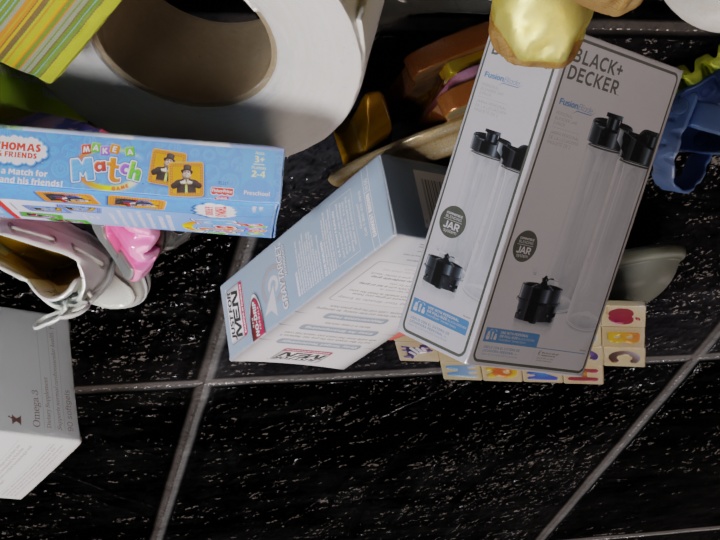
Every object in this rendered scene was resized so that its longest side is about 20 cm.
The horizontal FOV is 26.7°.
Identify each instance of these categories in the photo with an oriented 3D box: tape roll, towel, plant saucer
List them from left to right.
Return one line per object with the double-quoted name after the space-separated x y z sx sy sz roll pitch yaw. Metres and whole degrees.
-0.215 -0.163 0.742 0.200 0.018 0.086 25 129 -31 "towel"
-0.088 -0.149 0.828 0.202 0.071 0.202 9 143 7 "tape roll"
0.174 0.029 1.248 0.200 0.050 0.200 -13 171 -2 "plant saucer"

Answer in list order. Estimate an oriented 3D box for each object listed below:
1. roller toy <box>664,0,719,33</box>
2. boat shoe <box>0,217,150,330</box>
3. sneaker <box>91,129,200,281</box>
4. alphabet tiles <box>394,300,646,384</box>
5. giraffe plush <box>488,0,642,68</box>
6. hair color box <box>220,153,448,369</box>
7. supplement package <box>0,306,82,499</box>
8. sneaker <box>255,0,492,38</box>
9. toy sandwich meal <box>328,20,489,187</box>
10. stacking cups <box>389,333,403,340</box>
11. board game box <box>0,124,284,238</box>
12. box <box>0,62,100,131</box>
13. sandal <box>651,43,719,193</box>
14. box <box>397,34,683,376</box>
0.228 -0.209 0.783 0.140 0.200 0.182 -1 155 -16 "roller toy"
-0.216 0.003 1.094 0.075 0.086 0.202 -21 149 16 "boat shoe"
-0.125 -0.075 1.027 0.095 0.079 0.200 -22 157 -27 "sneaker"
0.123 0.049 1.194 0.200 0.006 0.166 1 149 10 "alphabet tiles"
0.066 -0.218 0.762 0.162 0.173 0.200 13 139 -18 "giraffe plush"
0.000 0.000 1.007 0.099 0.061 0.200 7 151 -35 "hair color box"
-0.336 0.097 1.185 0.200 0.117 0.117 11 144 -35 "supplement package"
0.027 -0.170 0.906 0.200 0.071 0.099 6 148 -17 "sneaker"
0.061 -0.108 1.012 0.205 0.070 0.205 -19 178 -1 "toy sandwich meal"
0.083 0.008 1.075 0.060 0.061 0.200 16 148 -39 "stacking cups"
-0.145 -0.050 0.868 0.200 0.037 0.151 5 174 -4 "board game box"
-0.247 -0.094 0.896 0.122 0.048 0.200 -17 177 11 "box"
0.265 -0.117 1.061 0.200 0.087 0.079 -29 144 25 "sandal"
0.108 -0.043 0.905 0.117 0.060 0.200 11 99 -44 "box"
